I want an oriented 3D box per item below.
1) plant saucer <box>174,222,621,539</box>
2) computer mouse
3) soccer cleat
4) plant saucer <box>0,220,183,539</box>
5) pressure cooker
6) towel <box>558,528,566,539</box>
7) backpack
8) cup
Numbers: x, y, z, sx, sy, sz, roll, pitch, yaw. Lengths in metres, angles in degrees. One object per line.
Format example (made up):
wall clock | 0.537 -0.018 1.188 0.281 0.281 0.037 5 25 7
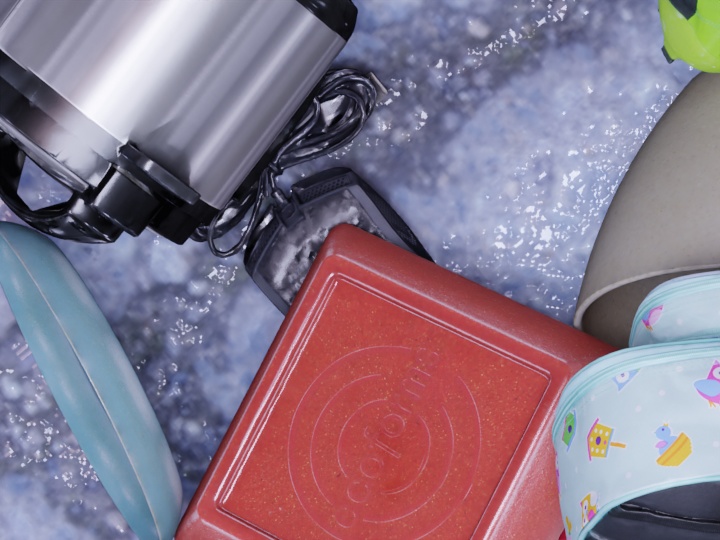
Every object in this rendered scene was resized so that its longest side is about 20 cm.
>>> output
plant saucer | 0.016 0.093 1.545 0.200 0.037 0.200 25 85 28
computer mouse | 0.000 0.000 1.636 0.138 0.053 0.200 -36 83 8
soccer cleat | 0.174 -0.199 1.551 0.067 0.081 0.201 -1 62 -27
plant saucer | -0.143 0.058 1.577 0.027 0.200 0.201 -27 96 -11
pressure cooker | -0.122 -0.110 1.556 0.178 0.176 0.200 38 91 6
towel | 0.054 0.129 1.555 0.144 0.022 0.201 5 75 17
backpack | 0.191 0.084 1.443 0.199 0.176 0.154 -11 67 -6
cup | 0.217 -0.028 1.565 0.199 0.200 0.144 6 69 1
